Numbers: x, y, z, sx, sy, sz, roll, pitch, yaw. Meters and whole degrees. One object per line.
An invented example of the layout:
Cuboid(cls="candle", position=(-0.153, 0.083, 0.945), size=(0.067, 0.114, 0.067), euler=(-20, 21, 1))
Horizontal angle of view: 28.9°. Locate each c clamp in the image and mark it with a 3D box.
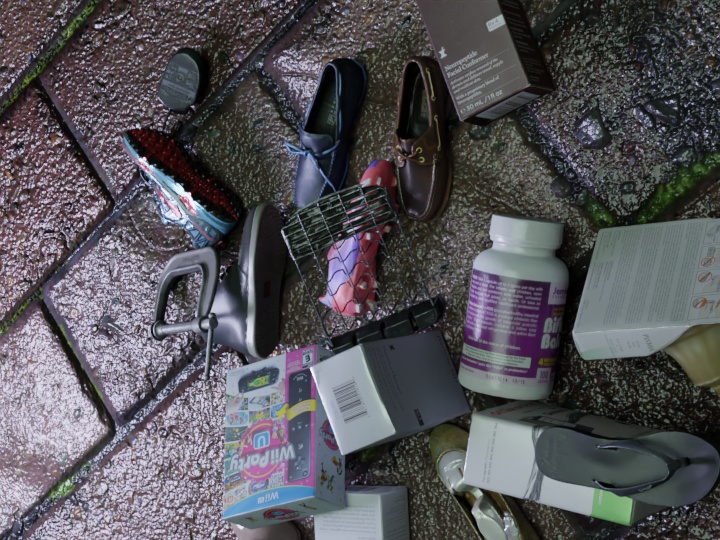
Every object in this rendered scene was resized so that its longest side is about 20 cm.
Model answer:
Cuboid(cls="c clamp", position=(-0.231, 0.051, 1.824), size=(0.200, 0.027, 0.171), euler=(0, 78, 59))

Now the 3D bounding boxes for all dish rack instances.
Cuboid(cls="dish rack", position=(0.000, 0.000, 1.668), size=(0.153, 0.055, 0.200), euler=(-22, 100, 6))

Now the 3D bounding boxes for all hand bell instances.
Cuboid(cls="hand bell", position=(0.397, 0.142, 1.493), size=(0.104, 0.104, 0.200), euler=(-27, 89, 28))

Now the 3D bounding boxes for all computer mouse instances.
Cuboid(cls="computer mouse", position=(-0.255, -0.207, 1.890), size=(0.059, 0.034, 0.200), euler=(27, 110, 10))

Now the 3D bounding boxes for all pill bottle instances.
Cuboid(cls="pill bottle", position=(0.178, 0.039, 1.591), size=(0.112, 0.112, 0.201), euler=(11, 97, 30))

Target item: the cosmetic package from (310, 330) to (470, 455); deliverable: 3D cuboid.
Cuboid(cls="cosmetic package", position=(0.038, 0.139, 1.626), size=(0.081, 0.200, 0.113), euler=(-26, 82, 29))

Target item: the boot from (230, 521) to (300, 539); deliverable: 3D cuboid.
Cuboid(cls="boot", position=(-0.130, 0.368, 1.760), size=(0.200, 0.146, 0.070), euler=(31, 108, 28))

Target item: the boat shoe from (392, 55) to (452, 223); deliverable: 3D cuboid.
Cuboid(cls="boat shoe", position=(0.068, -0.157, 1.675), size=(0.070, 0.070, 0.201), euler=(3, 94, 29))

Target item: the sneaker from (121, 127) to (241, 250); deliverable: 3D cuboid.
Cuboid(cls="sneaker", position=(-0.255, -0.104, 1.854), size=(0.200, 0.079, 0.096), euler=(45, 125, 14))

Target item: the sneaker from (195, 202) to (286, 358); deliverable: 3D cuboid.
Cuboid(cls="sneaker", position=(-0.161, 0.008, 1.811), size=(0.106, 0.075, 0.201), euler=(9, 97, 30))

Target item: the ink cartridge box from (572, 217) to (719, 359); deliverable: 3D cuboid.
Cuboid(cls="ink cartridge box", position=(0.336, 0.016, 1.481), size=(0.199, 0.161, 0.050), euler=(-4, 134, 29))

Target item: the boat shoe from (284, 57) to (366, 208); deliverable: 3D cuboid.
Cuboid(cls="boat shoe", position=(-0.055, -0.171, 1.746), size=(0.084, 0.069, 0.201), euler=(15, 99, 29))

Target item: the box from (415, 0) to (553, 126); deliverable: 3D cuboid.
Cuboid(cls="box", position=(0.138, -0.282, 1.629), size=(0.100, 0.075, 0.201), euler=(-26, 77, 29))

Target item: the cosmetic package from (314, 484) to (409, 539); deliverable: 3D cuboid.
Cuboid(cls="cosmetic package", position=(0.005, 0.369, 1.725), size=(0.101, 0.071, 0.201), euler=(-3, 89, 31))

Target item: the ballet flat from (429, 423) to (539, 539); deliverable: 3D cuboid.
Cuboid(cls="ballet flat", position=(0.139, 0.266, 1.647), size=(0.071, 0.071, 0.200), euler=(-43, 71, 24))

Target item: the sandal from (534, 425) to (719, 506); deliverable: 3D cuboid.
Cuboid(cls="sandal", position=(0.269, 0.200, 1.414), size=(0.200, 0.043, 0.076), euler=(-1, 90, 29))

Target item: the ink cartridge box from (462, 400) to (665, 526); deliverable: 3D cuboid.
Cuboid(cls="ink cartridge box", position=(0.234, 0.208, 1.543), size=(0.199, 0.145, 0.084), euler=(11, 97, 29))

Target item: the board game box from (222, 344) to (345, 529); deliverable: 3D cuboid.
Cuboid(cls="board game box", position=(-0.095, 0.209, 1.742), size=(0.147, 0.064, 0.201), euler=(-19, 58, 30))

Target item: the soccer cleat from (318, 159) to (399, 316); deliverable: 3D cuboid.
Cuboid(cls="soccer cleat", position=(-0.005, -0.042, 1.726), size=(0.076, 0.067, 0.201), euler=(16, 102, 34))
